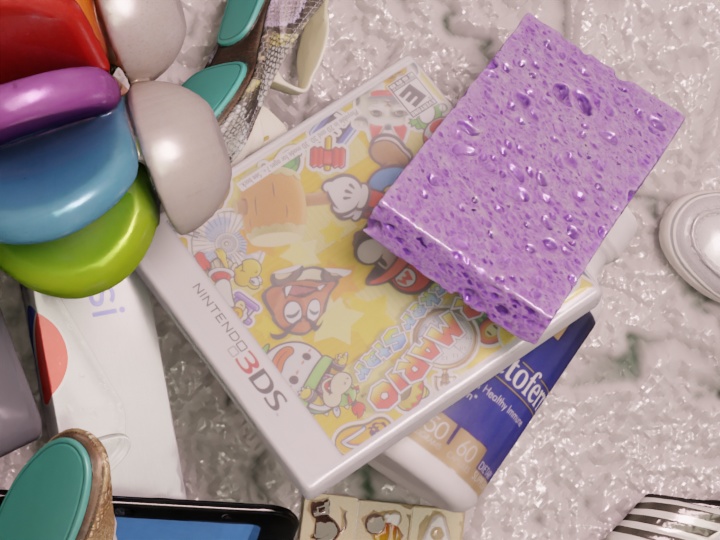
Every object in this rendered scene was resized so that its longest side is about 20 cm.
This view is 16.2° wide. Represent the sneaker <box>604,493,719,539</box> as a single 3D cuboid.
[{"bbox_3d":[0.234,0.208,1.520,0.200,0.076,0.115,38,82,-7],"label":"sneaker"}]

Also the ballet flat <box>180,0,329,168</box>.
[{"bbox_3d":[-0.062,-0.108,1.444,0.072,0.072,0.200,30,65,-11],"label":"ballet flat"}]

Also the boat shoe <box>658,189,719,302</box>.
[{"bbox_3d":[0.277,0.010,1.539,0.200,0.069,0.072,32,82,-11],"label":"boat shoe"}]

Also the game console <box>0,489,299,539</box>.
[{"bbox_3d":[-0.145,0.210,1.404,0.200,0.116,0.176,5,87,-11],"label":"game console"}]

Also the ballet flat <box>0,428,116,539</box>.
[{"bbox_3d":[-0.169,0.166,1.341,0.065,0.071,0.200,8,123,-44],"label":"ballet flat"}]

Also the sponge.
[{"bbox_3d":[0.093,-0.054,1.393,0.112,0.030,0.200,35,46,3],"label":"sponge"}]

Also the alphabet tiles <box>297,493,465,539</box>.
[{"bbox_3d":[0.003,0.235,1.499,0.166,0.006,0.200,7,87,-13],"label":"alphabet tiles"}]

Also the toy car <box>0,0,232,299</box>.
[{"bbox_3d":[-0.170,-0.086,1.293,0.175,0.150,0.200,-18,79,1],"label":"toy car"}]

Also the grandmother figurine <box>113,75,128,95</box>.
[{"bbox_3d":[-0.208,-0.136,1.408,0.200,0.061,0.121,38,56,7],"label":"grandmother figurine"}]

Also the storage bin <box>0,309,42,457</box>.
[{"bbox_3d":[-0.264,0.040,1.379,0.134,0.146,0.200,-22,94,-23],"label":"storage bin"}]

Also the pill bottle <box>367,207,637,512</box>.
[{"bbox_3d":[0.068,0.029,1.463,0.116,0.116,0.200,36,81,-10],"label":"pill bottle"}]

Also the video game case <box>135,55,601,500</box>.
[{"bbox_3d":[0.000,0.000,1.395,0.200,0.023,0.182,-33,71,-14],"label":"video game case"}]

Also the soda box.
[{"bbox_3d":[-0.151,0.044,1.436,0.068,0.063,0.200,-10,91,-13],"label":"soda box"}]
